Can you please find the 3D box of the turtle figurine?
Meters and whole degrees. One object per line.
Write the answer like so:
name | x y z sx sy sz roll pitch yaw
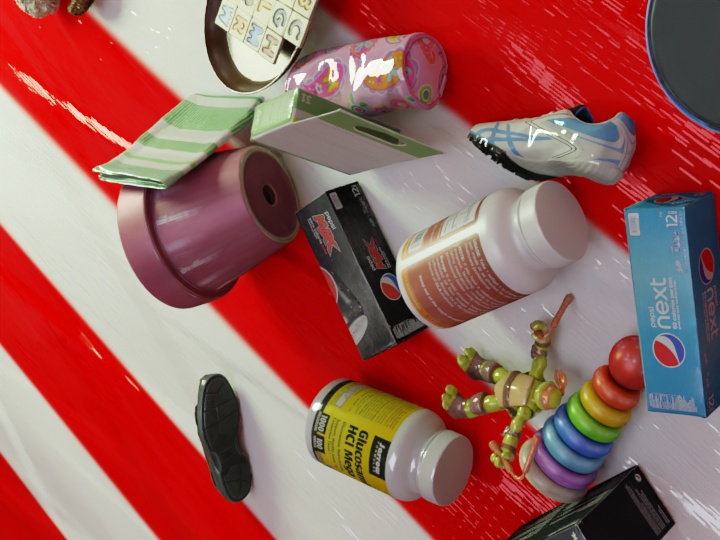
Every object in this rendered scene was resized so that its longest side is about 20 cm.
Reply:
turtle figurine | 0.170 0.123 1.161 0.160 0.064 0.204 2 74 54

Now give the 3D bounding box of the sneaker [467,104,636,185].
sneaker | 0.193 -0.131 1.070 0.198 0.072 0.074 15 76 47

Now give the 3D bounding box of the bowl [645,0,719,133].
bowl | 0.338 -0.212 0.914 0.198 0.039 0.205 17 117 38

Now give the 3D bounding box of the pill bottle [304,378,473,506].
pill bottle | 0.035 0.212 1.298 0.198 0.112 0.115 16 115 38

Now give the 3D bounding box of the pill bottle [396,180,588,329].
pill bottle | 0.139 -0.018 1.119 0.199 0.111 0.114 -26 87 45

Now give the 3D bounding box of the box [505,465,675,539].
box | 0.219 0.306 1.141 0.200 0.140 0.080 -43 75 43

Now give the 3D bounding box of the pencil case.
pencil case | 0.005 -0.214 1.199 0.198 0.087 0.089 -2 104 44

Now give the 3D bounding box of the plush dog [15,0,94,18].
plush dog | -0.451 -0.455 1.513 0.168 0.161 0.204 4 112 14

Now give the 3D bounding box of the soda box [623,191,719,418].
soda box | 0.305 0.032 1.011 0.063 0.067 0.204 2 106 43

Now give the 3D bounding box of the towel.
towel | -0.229 -0.170 1.353 0.151 0.200 0.024 10 132 40

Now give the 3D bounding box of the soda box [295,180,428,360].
soda box | 0.000 0.000 1.290 0.070 0.063 0.203 -30 83 44

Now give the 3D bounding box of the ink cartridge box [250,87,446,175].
ink cartridge box | -0.014 -0.156 1.163 0.199 0.144 0.049 -8 69 56

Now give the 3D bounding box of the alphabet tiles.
alphabet tiles | -0.110 -0.347 1.249 0.199 0.006 0.169 39 114 38

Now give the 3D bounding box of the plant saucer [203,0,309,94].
plant saucer | -0.119 -0.313 1.282 0.198 0.032 0.205 -2 87 45

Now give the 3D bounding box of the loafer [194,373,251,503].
loafer | -0.217 0.249 1.582 0.062 0.071 0.204 5 110 48

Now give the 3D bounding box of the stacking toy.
stacking toy | 0.248 0.148 1.109 0.085 0.085 0.202 43 122 23

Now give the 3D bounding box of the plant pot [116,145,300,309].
plant pot | -0.183 -0.070 1.361 0.177 0.199 0.204 -19 92 29
